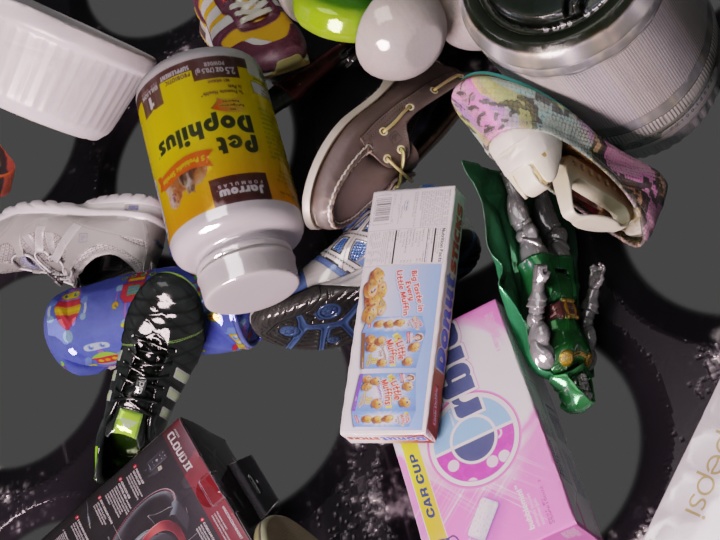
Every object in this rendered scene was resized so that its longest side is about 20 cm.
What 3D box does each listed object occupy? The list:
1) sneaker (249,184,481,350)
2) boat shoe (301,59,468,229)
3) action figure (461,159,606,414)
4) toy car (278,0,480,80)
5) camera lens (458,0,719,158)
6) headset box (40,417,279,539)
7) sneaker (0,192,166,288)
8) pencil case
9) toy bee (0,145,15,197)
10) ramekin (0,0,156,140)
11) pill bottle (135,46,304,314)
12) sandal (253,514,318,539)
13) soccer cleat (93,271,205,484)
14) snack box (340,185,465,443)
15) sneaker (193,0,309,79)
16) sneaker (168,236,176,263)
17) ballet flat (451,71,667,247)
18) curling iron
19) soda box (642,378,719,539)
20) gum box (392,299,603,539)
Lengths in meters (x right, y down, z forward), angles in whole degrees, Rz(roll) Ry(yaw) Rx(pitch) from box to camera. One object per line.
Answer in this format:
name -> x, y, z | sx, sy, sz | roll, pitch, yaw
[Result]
sneaker -> 0.000, 0.000, 1.297 | 0.199, 0.076, 0.077 | -25, 53, 7
boat shoe -> 0.024, -0.102, 1.292 | 0.059, 0.072, 0.200 | 19, 51, 27
action figure -> 0.144, 0.011, 1.196 | 0.055, 0.118, 0.201 | -30, 65, 46
toy car -> 0.033, -0.261, 1.305 | 0.199, 0.150, 0.175 | -23, 45, -27
camera lens -> 0.177, -0.188, 1.193 | 0.159, 0.200, 0.161 | -12, 64, 25
headset box -> -0.152, 0.229, 1.276 | 0.200, 0.075, 0.149 | -42, 56, 8
sneaker -> -0.268, -0.017, 1.445 | 0.199, 0.075, 0.082 | -9, 64, 25
pencil case -> -0.174, 0.043, 1.366 | 0.199, 0.087, 0.078 | -11, 39, 24
toy bee -> -0.426, -0.143, 1.567 | 0.200, 0.108, 0.131 | 42, 137, 43
ramekin -> -0.297, -0.194, 1.471 | 0.202, 0.202, 0.095 | 28, 98, 35
pill bottle -> -0.109, -0.070, 1.274 | 0.109, 0.109, 0.201 | -24, 67, 18
sandal -> 0.005, 0.243, 1.180 | 0.201, 0.080, 0.057 | 36, 107, 26
soccer cleat -> -0.174, 0.093, 1.296 | 0.067, 0.201, 0.081 | 19, 33, -2
snack box -> 0.033, 0.032, 1.207 | 0.072, 0.024, 0.201 | -3, 66, 25
sneaker -> -0.106, -0.232, 1.397 | 0.075, 0.090, 0.200 | -21, 31, -17
sneaker -> -0.139, -0.089, 1.416 | 0.078, 0.075, 0.201 | -11, 56, 35
ballet flat -> 0.149, -0.075, 1.168 | 0.069, 0.200, 0.071 | -26, 44, 47
curling iron -> -0.061, -0.158, 1.377 | 0.200, 0.050, 0.026 | -34, 96, -12
soda box -> 0.269, 0.125, 1.093 | 0.068, 0.064, 0.201 | 23, 81, 34
gum box -> 0.093, 0.138, 1.183 | 0.113, 0.066, 0.201 | -27, 58, 16
